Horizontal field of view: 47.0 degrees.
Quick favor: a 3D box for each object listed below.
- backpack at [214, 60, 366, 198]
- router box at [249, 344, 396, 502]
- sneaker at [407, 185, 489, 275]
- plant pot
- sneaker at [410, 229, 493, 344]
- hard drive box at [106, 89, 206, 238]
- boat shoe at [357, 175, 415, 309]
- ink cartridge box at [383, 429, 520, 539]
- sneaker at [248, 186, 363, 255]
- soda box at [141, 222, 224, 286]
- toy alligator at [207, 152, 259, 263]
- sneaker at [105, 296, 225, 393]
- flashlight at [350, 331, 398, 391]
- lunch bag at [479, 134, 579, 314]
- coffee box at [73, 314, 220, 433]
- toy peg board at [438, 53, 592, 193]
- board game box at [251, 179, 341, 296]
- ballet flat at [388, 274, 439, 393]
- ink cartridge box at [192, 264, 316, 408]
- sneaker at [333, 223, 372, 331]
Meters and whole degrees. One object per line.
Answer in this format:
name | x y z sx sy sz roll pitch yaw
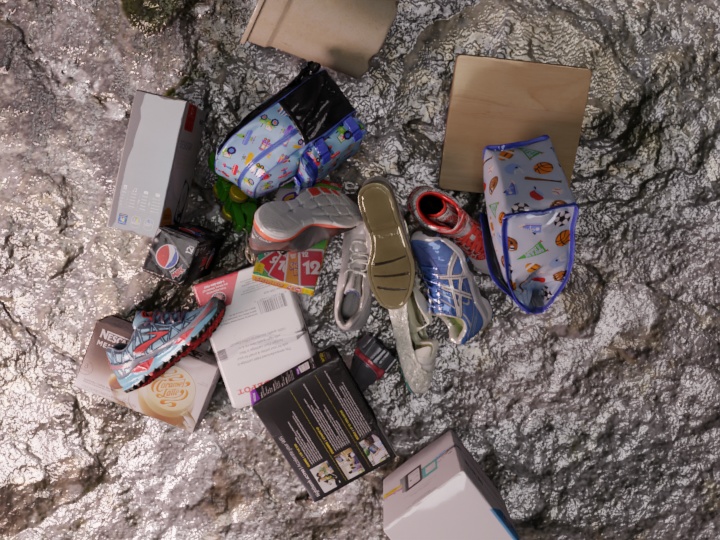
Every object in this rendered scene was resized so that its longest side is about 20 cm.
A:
backpack | -0.109 -0.179 1.203 0.200 0.183 0.135 -39 90 -13
router box | -0.055 0.233 1.253 0.149 0.051 0.201 -28 111 -1
sneaker | 0.155 -0.055 1.265 0.201 0.108 0.067 39 94 -3
plant pot | -0.051 -0.381 1.213 0.183 0.200 0.201 26 95 -13
sneaker | 0.132 0.026 1.255 0.077 0.076 0.200 -47 114 -28
hard drive box | -0.301 -0.155 1.238 0.076 0.156 0.201 13 96 -1
boat shoe | 0.044 -0.043 1.233 0.074 0.068 0.201 -4 111 11
ink cartridge box | 0.132 0.365 1.255 0.146 0.200 0.147 -37 93 5
sneaker | -0.085 -0.066 1.211 0.077 0.199 0.082 57 134 23
soda box | -0.258 -0.027 1.225 0.063 0.200 0.071 23 95 -1
toy alligator | -0.179 -0.100 1.273 0.054 0.059 0.201 -12 64 -32
sneaker | -0.292 0.091 1.217 0.200 0.079 0.096 -37 87 3
flashlight | -0.026 0.193 1.305 0.068 0.068 0.200 40 91 -21
lunch bag | 0.236 -0.060 1.191 0.123 0.171 0.201 -8 135 5
coffee box | -0.328 0.159 1.301 0.199 0.080 0.115 23 94 -1
toy peg board | 0.228 -0.224 1.271 0.199 0.098 0.200 6 110 0
board game box | -0.093 -0.064 1.260 0.095 0.030 0.201 15 61 -2
ballet flat | 0.086 0.098 1.291 0.071 0.072 0.201 -16 95 2
ink cartridge box | -0.157 0.094 1.293 0.143 0.084 0.201 -17 93 1
sneaker | 0.000 0.000 1.282 0.074 0.087 0.201 7 93 3
